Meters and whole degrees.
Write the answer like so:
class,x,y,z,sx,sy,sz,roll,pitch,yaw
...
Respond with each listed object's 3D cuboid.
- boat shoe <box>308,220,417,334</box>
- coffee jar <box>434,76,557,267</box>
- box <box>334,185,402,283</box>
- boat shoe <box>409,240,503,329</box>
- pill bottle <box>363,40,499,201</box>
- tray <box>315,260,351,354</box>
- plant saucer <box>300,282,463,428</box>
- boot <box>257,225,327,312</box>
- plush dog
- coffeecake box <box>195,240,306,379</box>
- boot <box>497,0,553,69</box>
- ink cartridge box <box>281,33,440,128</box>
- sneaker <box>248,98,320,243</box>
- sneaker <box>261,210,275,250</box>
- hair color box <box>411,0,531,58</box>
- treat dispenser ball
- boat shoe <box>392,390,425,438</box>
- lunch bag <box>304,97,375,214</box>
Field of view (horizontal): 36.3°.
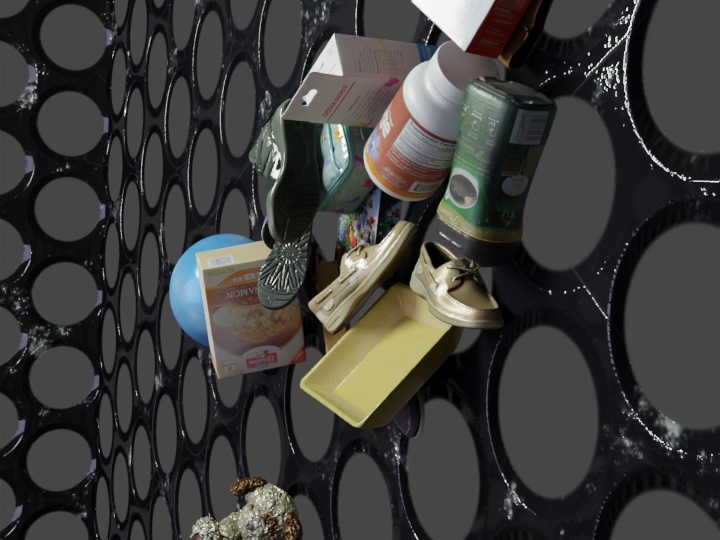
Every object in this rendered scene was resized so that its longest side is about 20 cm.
class,x,y,z,sx,sy,sz,roll,pitch,yaw
boat shoe,0.000,0.000,1.499,0.065,0.071,0.200,44,114,9
coffee jar,0.150,-0.109,1.245,0.104,0.085,0.202,39,124,47
box,0.013,-0.094,1.592,0.136,0.037,0.202,-153,67,-62
boat shoe,0.114,0.017,1.335,0.200,0.071,0.065,-141,55,-61
pill bottle,0.088,-0.184,1.350,0.200,0.111,0.113,126,138,-50
tray,-0.033,0.098,1.634,0.099,0.037,0.202,72,-170,-71
plant saucer,0.036,0.117,1.429,0.200,0.049,0.200,-47,25,-10
boot,-0.097,0.016,1.665,0.200,0.065,0.166,83,-156,-67
plush dog,-0.166,0.449,1.878,0.200,0.160,0.173,38,112,26
coffeecake box,-0.177,0.061,1.798,0.073,0.152,0.202,-124,26,-61
boot,0.156,-0.357,1.271,0.200,0.068,0.190,49,121,48
ink cartridge box,0.001,-0.245,1.435,0.115,0.198,0.069,134,131,-55
sneaker,-0.108,-0.130,1.545,0.114,0.075,0.202,155,116,-63
sneaker,-0.101,-0.129,1.745,0.201,0.075,0.088,-57,15,2
hair color box,0.151,-0.351,1.209,0.111,0.064,0.201,51,124,33
treat dispenser ball,-0.234,0.037,1.925,0.200,0.199,0.203,-179,90,-65
boat shoe,0.030,0.155,1.516,0.201,0.062,0.073,-116,37,-44
lunch bag,-0.033,-0.195,1.559,0.161,0.076,0.202,130,134,-54
